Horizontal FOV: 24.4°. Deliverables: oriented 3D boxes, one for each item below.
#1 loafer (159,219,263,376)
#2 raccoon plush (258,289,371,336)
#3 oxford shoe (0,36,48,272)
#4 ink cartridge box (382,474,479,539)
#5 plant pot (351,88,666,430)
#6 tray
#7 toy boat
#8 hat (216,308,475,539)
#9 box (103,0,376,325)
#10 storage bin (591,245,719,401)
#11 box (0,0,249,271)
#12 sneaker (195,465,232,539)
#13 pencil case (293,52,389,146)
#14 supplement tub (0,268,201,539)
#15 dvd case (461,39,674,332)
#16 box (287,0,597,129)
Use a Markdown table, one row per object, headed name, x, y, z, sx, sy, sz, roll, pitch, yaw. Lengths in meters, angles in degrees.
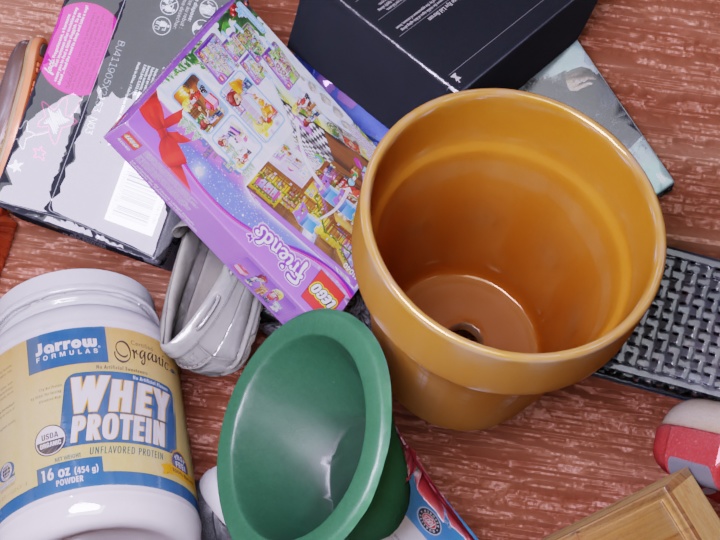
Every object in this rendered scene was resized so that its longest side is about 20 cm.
| name | x | y | z | sx | sy | sz | roll | pitch | yaw |
| --- | --- | --- | --- | --- | --- | --- | --- | --- | --- |
| loafer | -0.096 | -0.027 | 1.177 | 0.069 | 0.070 | 0.202 | -4 | 69 | 38 |
| raccoon plush | 0.000 | 0.000 | 1.251 | 0.199 | 0.096 | 0.135 | 28 | 71 | -24 |
| oxford shoe | -0.287 | -0.085 | 1.251 | 0.072 | 0.071 | 0.202 | 17 | 85 | 7 |
| ink cartridge box | 0.014 | 0.256 | 1.145 | 0.145 | 0.200 | 0.085 | 50 | 130 | 0 |
| plant pot | 0.083 | 0.012 | 1.119 | 0.198 | 0.184 | 0.202 | 5 | 59 | -8 |
| tray | 0.177 | 0.222 | 1.165 | 0.037 | 0.200 | 0.099 | -27 | 83 | -46 |
| toy boat | 0.285 | 0.183 | 1.164 | 0.199 | 0.130 | 0.132 | 31 | 77 | -31 |
| hat | 0.019 | 0.145 | 1.129 | 0.165 | 0.175 | 0.202 | -30 | 52 | 36 |
| box | -0.063 | -0.070 | 1.150 | 0.200 | 0.039 | 0.137 | 47 | 58 | -16 |
| storage bin | 0.257 | 0.049 | 1.198 | 0.198 | 0.135 | 0.095 | 16 | 85 | 2 |
| box | -0.168 | -0.116 | 1.230 | 0.131 | 0.115 | 0.202 | 19 | 86 | 2 |
| sneaker | -0.081 | 0.250 | 1.224 | 0.112 | 0.073 | 0.201 | -38 | 92 | 14 |
| pencil case | 0.027 | -0.107 | 1.224 | 0.199 | 0.078 | 0.087 | 32 | 54 | 11 |
| supplement tub | -0.192 | 0.116 | 1.164 | 0.143 | 0.145 | 0.202 | -13 | 57 | -1 |
| dvd case | 0.119 | -0.069 | 1.269 | 0.199 | 0.022 | 0.147 | -34 | 85 | -1 |
| box | 0.066 | -0.189 | 1.197 | 0.141 | 0.079 | 0.200 | 38 | 52 | 15 |
